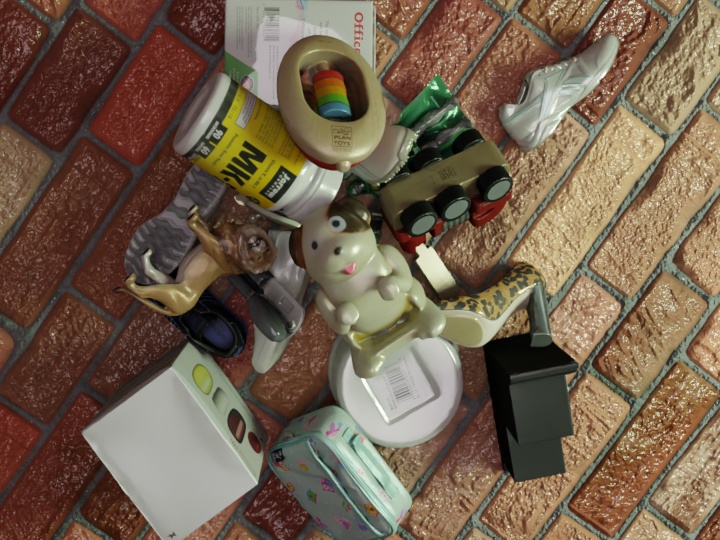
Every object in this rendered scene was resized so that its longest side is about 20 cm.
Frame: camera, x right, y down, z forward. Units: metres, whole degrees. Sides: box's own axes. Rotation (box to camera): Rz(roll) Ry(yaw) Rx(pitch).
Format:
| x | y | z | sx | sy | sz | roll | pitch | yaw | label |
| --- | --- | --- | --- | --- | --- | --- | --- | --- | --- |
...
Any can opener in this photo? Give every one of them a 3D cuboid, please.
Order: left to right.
| x | y | z | sx | sy | sz | roll | pitch | yaw | label |
| --- | --- | --- | --- | --- | --- | --- | --- | --- | --- |
| -0.148 | 0.016 | 1.188 | 0.200 | 0.066 | 0.053 | 46 | 106 | 30 | can opener |

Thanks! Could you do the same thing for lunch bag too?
| x | y | z | sx | sy | sz | roll | pitch | yaw | label |
| --- | --- | --- | --- | --- | --- | --- | --- | --- | --- |
| -0.031 | 0.287 | 1.222 | 0.201 | 0.160 | 0.077 | 51 | 50 | -10 | lunch bag |

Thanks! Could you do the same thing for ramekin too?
| x | y | z | sx | sy | sz | roll | pitch | yaw | label |
| --- | --- | --- | --- | --- | --- | --- | --- | --- | --- |
| 0.053 | 0.151 | 1.241 | 0.197 | 0.098 | 0.204 | 0 | 97 | -3 | ramekin |

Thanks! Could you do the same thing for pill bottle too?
| x | y | z | sx | sy | sz | roll | pitch | yaw | label |
| --- | --- | --- | --- | --- | --- | --- | --- | --- | --- |
| -0.126 | -0.148 | 1.109 | 0.199 | 0.114 | 0.115 | 32 | 95 | -23 | pill bottle |

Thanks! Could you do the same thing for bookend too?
| x | y | z | sx | sy | sz | roll | pitch | yaw | label |
| --- | --- | --- | --- | --- | --- | --- | --- | --- | --- |
| 0.243 | 0.206 | 1.205 | 0.091 | 0.200 | 0.202 | -10 | 97 | -1 | bookend |

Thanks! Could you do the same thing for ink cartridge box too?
| x | y | z | sx | sy | sz | roll | pitch | yaw | label |
| --- | --- | --- | --- | --- | --- | --- | --- | --- | --- |
| -0.079 | -0.281 | 1.172 | 0.196 | 0.088 | 0.148 | 1 | 93 | -1 | ink cartridge box |

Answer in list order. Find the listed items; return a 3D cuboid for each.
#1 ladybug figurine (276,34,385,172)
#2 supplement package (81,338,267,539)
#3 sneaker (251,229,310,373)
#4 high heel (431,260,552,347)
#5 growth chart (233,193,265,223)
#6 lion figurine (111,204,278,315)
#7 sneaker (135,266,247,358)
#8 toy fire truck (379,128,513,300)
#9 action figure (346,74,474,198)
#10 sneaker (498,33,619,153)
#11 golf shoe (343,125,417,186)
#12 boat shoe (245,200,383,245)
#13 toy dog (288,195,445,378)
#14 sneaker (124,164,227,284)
| x | y | z | sx | sy | sz | roll | pitch | yaw | label |
| --- | --- | --- | --- | --- | --- | --- | --- | --- | --- |
| -0.039 | -0.198 | 1.070 | 0.134 | 0.072 | 0.203 | 2 | 58 | -16 | ladybug figurine |
| -0.240 | 0.221 | 1.185 | 0.146 | 0.200 | 0.192 | -35 | 98 | 2 | supplement package |
| -0.129 | 0.041 | 1.241 | 0.087 | 0.075 | 0.203 | 19 | 90 | 8 | sneaker |
| 0.166 | 0.034 | 1.221 | 0.197 | 0.144 | 0.072 | 8 | 136 | -7 | high heel |
| -0.127 | -0.179 | 1.231 | 0.143 | 0.018 | 0.203 | -15 | 98 | 0 | growth chart |
| -0.212 | 0.000 | 1.139 | 0.199 | 0.073 | 0.123 | -41 | 112 | 1 | lion figurine |
| -0.241 | 0.048 | 1.224 | 0.199 | 0.078 | 0.070 | 37 | 96 | -6 | sneaker |
| 0.125 | -0.065 | 1.218 | 0.174 | 0.201 | 0.130 | -25 | 60 | -9 | toy fire truck |
| 0.063 | -0.165 | 1.227 | 0.199 | 0.055 | 0.119 | -36 | 100 | 6 | action figure |
| 0.275 | -0.260 | 1.214 | 0.080 | 0.070 | 0.200 | 44 | 94 | -4 | sneaker |
| -0.010 | -0.164 | 1.143 | 0.097 | 0.199 | 0.079 | 31 | 75 | -31 | golf shoe |
| -0.062 | -0.081 | 1.221 | 0.197 | 0.072 | 0.069 | 15 | 90 | -11 | boat shoe |
| 0.000 | 0.000 | 1.114 | 0.138 | 0.195 | 0.201 | -26 | 130 | 12 | toy dog |
| -0.241 | -0.061 | 1.201 | 0.075 | 0.082 | 0.200 | 42 | 94 | 4 | sneaker |
